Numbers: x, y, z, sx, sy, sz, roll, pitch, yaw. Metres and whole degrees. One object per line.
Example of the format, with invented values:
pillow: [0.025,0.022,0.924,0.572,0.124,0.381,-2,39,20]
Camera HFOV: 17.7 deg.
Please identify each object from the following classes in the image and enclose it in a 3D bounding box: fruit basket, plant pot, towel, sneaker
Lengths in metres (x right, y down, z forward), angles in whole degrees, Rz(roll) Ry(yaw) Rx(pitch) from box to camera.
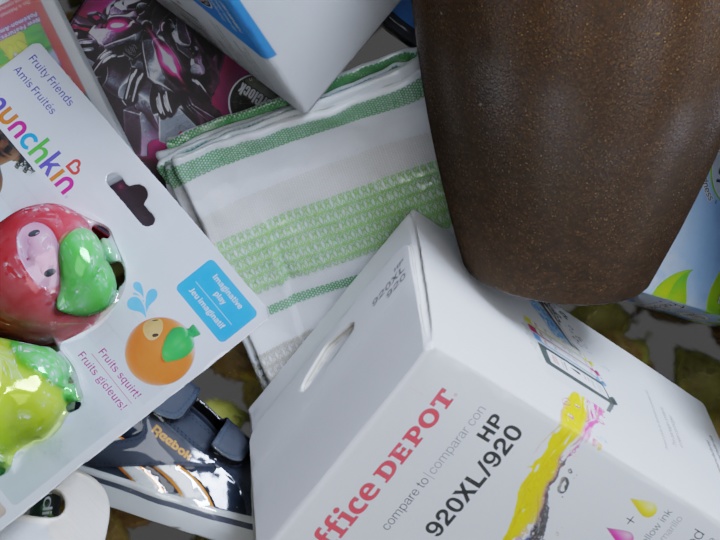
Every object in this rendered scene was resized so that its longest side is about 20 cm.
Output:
fruit basket: [-0.174,0.014,1.051,0.200,0.094,0.185,-39,72,-4]
plant pot: [0.103,-0.093,1.091,0.186,0.187,0.201,2,111,-10]
towel: [0.000,0.000,1.173,0.149,0.031,0.201,-19,114,7]
sneaker: [-0.099,0.087,1.180,0.199,0.078,0.080,18,91,-7]

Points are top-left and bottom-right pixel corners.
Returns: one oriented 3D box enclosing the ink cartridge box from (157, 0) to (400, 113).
ink cartridge box: [-0.090,-0.183,1.095,0.200,0.145,0.084,38,84,22]

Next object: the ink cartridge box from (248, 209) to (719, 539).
ink cartridge box: [0.064,0.102,1.137,0.200,0.145,0.147,32,110,-18]

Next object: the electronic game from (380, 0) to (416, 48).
electronic game: [0.074,-0.198,1.178,0.199,0.042,0.201,1,84,-10]

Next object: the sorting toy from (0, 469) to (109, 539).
sorting toy: [-0.213,0.148,1.087,0.200,0.107,0.180,30,78,16]

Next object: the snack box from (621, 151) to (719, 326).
snack box: [0.127,-0.076,1.233,0.199,0.068,0.169,15,85,-10]

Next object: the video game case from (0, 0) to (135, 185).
video game case: [-0.233,-0.084,1.102,0.199,0.023,0.183,-28,107,-7]

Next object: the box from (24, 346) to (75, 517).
box: [-0.218,0.105,1.145,0.144,0.036,0.201,9,92,17]

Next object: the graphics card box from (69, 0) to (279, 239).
graphics card box: [-0.093,-0.105,1.203,0.125,0.051,0.200,33,82,-7]
